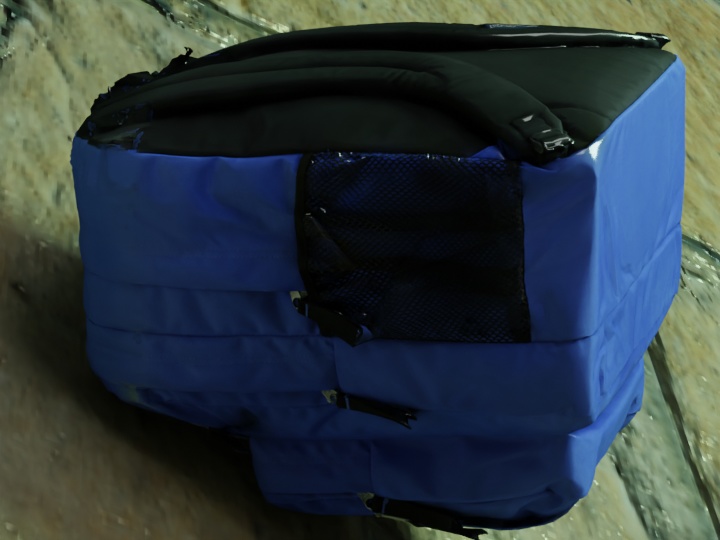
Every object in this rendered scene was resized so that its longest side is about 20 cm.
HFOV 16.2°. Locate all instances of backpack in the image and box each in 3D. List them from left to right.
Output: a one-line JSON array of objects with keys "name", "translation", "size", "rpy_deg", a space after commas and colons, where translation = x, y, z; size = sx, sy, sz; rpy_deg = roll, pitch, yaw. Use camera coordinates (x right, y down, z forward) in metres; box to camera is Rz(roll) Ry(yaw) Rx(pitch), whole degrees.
[{"name": "backpack", "translation": [0.000, 0.000, 0.882], "size": [0.200, 0.168, 0.163], "rpy_deg": [5, 13, 17]}]
